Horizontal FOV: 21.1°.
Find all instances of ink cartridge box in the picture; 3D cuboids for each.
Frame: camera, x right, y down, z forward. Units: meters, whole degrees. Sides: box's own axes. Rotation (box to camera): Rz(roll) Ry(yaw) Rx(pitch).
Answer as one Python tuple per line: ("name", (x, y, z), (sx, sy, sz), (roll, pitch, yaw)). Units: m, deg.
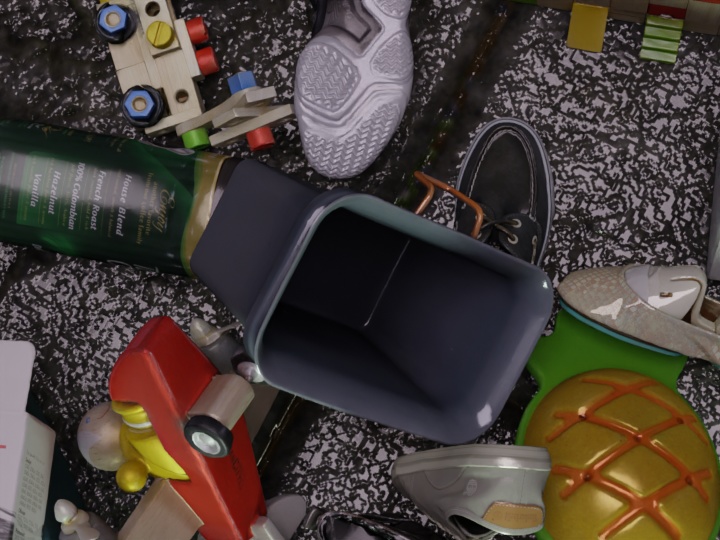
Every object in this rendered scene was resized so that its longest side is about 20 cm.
("ink cartridge box", (-0.251, 0.143, 1.154), (0.116, 0.068, 0.200), (4, 74, 9))

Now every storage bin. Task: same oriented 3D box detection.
("storage bin", (0.000, 0.000, 1.200), (0.134, 0.200, 0.146), (36, 101, 50))

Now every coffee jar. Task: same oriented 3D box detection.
("coffee jar", (-0.150, -0.045, 1.290), (0.200, 0.104, 0.086), (10, 91, 7))

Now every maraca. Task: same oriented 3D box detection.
("maraca", (0.164, 0.112, 1.242), (0.137, 0.107, 0.200), (4, 57, -11))

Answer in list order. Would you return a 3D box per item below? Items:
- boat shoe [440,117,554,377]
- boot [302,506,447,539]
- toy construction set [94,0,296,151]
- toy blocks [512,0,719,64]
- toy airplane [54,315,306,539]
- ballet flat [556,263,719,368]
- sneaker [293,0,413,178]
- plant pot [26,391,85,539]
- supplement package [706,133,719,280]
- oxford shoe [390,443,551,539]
("boat shoe", (0.090, -0.007, 1.287), (0.068, 0.057, 0.200), (8, 83, 6))
("boot", (0.061, 0.203, 1.199), (0.200, 0.174, 0.069), (24, 84, 8))
("toy construction set", (-0.110, -0.160, 1.316), (0.131, 0.092, 0.200), (-18, 70, 2))
("toy blocks", (0.194, -0.204, 1.266), (0.200, 0.137, 0.100), (10, 83, 6))
("toy airplane", (-0.114, 0.124, 1.235), (0.141, 0.200, 0.200), (13, 94, 24))
("ballet flat", (0.228, 0.028, 1.259), (0.200, 0.067, 0.062), (22, 118, -2))
("sneaker", (-0.003, -0.157, 1.291), (0.075, 0.114, 0.201), (7, 88, -4))
("plant pot", (-0.259, 0.151, 1.257), (0.141, 0.141, 0.200), (-16, 76, 3))
("supplement package", (0.329, -0.054, 1.232), (0.200, 0.117, 0.118), (8, 70, 6))
("oxford shoe", (0.065, 0.140, 1.197), (0.075, 0.200, 0.058), (3, 81, -15))
